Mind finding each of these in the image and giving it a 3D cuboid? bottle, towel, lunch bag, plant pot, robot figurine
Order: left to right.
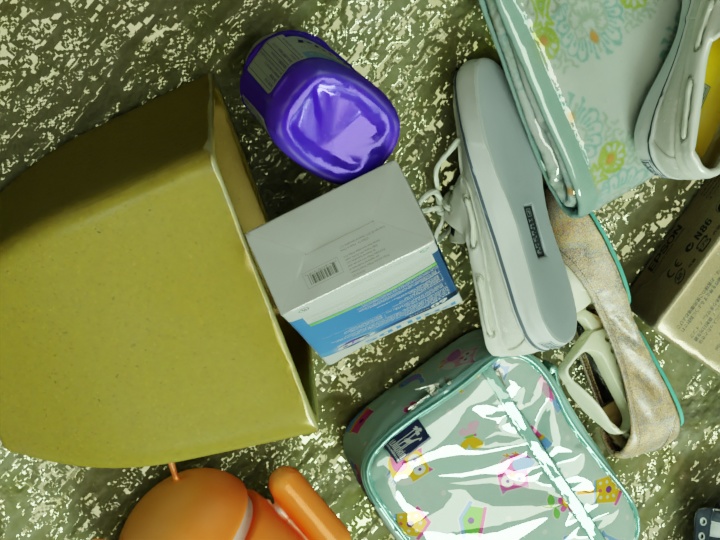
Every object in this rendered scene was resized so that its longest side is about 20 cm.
[{"bbox_3d":[-0.153,0.017,1.527,0.200,0.196,0.195,-20,109,3],"label":"plant pot"},{"bbox_3d":[-0.083,0.212,1.633,0.200,0.117,0.144,41,133,-20],"label":"robot figurine"},{"bbox_3d":[-0.033,-0.110,1.507,0.083,0.200,0.065,34,96,-18],"label":"bottle"},{"bbox_3d":[0.094,0.147,1.674,0.160,0.077,0.200,-35,110,-1],"label":"lunch bag"},{"bbox_3d":[0.175,-0.158,1.603,0.171,0.048,0.200,-29,111,-19],"label":"towel"}]

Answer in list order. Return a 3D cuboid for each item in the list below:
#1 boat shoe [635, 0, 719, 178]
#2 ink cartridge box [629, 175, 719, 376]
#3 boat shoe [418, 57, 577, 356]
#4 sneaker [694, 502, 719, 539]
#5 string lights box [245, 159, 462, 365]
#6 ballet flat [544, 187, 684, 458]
[{"bbox_3d":[0.247,-0.154,1.560,0.075,0.086,0.202,25,85,-30],"label":"boat shoe"},{"bbox_3d":[0.310,-0.008,1.682,0.165,0.075,0.200,34,95,-21],"label":"ink cartridge box"},{"bbox_3d":[0.080,-0.038,1.621,0.086,0.075,0.202,-17,87,33],"label":"boat shoe"},{"bbox_3d":[0.236,0.236,1.739,0.200,0.070,0.109,-22,74,21],"label":"sneaker"},{"bbox_3d":[0.000,0.000,1.502,0.103,0.200,0.059,-26,77,1],"label":"string lights box"},{"bbox_3d":[0.158,0.040,1.648,0.067,0.068,0.200,-29,97,-21],"label":"ballet flat"}]
